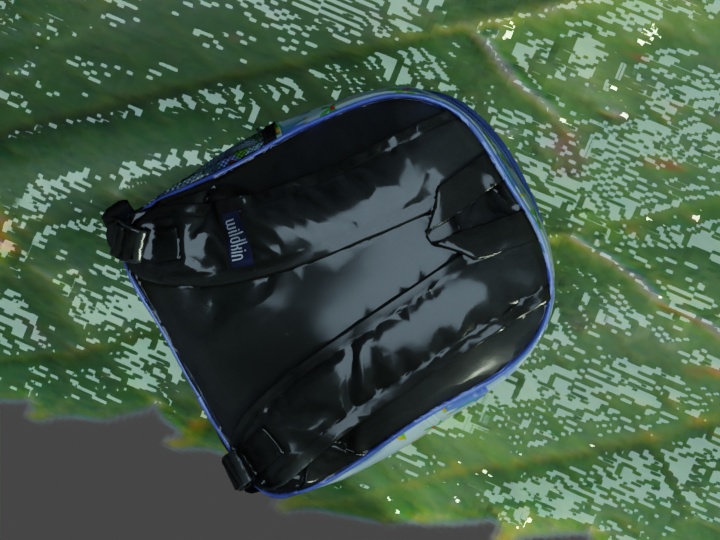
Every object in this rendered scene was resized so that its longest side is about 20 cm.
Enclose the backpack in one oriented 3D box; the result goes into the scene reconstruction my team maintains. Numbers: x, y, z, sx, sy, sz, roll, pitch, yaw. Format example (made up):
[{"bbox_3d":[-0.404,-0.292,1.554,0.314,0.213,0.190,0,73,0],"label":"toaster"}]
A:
[{"bbox_3d":[0.000,0.000,1.058,0.199,0.147,0.184,-29,90,10],"label":"backpack"}]
